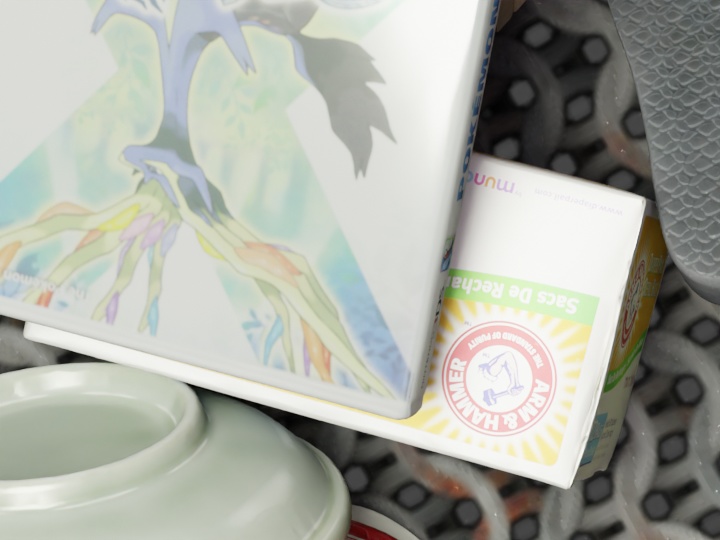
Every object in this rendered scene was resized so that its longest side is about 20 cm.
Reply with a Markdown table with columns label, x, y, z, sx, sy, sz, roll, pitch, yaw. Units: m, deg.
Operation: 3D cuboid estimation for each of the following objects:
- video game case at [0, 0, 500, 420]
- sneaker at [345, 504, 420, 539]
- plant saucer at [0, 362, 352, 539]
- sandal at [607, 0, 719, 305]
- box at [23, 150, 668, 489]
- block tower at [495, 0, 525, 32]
| label | x | y | z | sx | sy | sz | roll | pitch | yaw |
| --- | --- | --- | --- | --- | --- | --- | --- | --- | --- |
| video game case | -0.059 | -0.063 | 0.903 | 0.200 | 0.022 | 0.183 | 14 | 104 | 14 |
| sneaker | 0.044 | 0.151 | 0.980 | 0.200 | 0.116 | 0.078 | 24 | 94 | 11 |
| plant saucer | -0.104 | 0.073 | 0.962 | 0.200 | 0.200 | 0.050 | -1 | 111 | 12 |
| sandal | 0.125 | -0.076 | 0.978 | 0.076 | 0.043 | 0.200 | -9 | 62 | 20 |
| box | 0.000 | 0.000 | 0.992 | 0.200 | 0.112 | 0.102 | 15 | 92 | 10 |
| block tower | 0.049 | -0.134 | 0.958 | 0.054 | 0.058 | 0.200 | 31 | 65 | 21 |
